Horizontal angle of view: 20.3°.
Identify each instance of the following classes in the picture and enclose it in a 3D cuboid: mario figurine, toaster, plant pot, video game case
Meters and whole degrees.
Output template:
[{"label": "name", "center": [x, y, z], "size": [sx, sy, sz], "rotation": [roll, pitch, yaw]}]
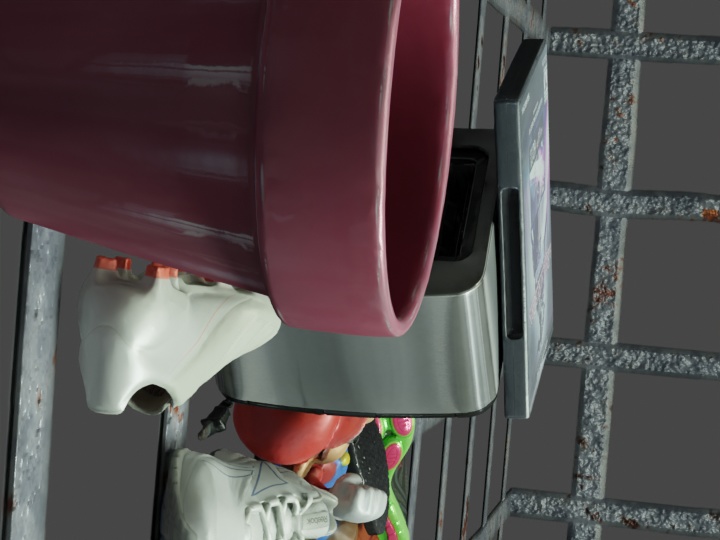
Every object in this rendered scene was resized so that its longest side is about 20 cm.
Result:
[{"label": "mario figurine", "center": [-0.018, 0.117, 1.345], "size": [0.106, 0.123, 0.200], "rotation": [-52, 163, -23]}, {"label": "toaster", "center": [0.000, 0.000, 1.238], "size": [0.200, 0.180, 0.119], "rotation": [-76, 164, -44]}, {"label": "plant pot", "center": [-0.059, -0.078, 0.861], "size": [0.200, 0.178, 0.201], "rotation": [4, 90, -80]}, {"label": "video game case", "center": [0.102, -0.029, 1.243], "size": [0.143, 0.019, 0.201], "rotation": [-61, 149, -66]}]

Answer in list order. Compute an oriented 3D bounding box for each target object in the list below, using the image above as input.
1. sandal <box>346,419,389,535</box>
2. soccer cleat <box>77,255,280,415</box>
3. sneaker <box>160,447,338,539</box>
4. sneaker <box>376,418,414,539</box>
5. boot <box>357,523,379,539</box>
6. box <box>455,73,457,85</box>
[{"label": "sandal", "center": [-0.025, 0.107, 1.487], "size": [0.075, 0.045, 0.200], "rotation": [-71, 142, -63]}, {"label": "soccer cleat", "center": [-0.097, 0.035, 1.041], "size": [0.200, 0.069, 0.078], "rotation": [6, 94, -73]}, {"label": "sneaker", "center": [-0.066, 0.142, 1.192], "size": [0.200, 0.087, 0.075], "rotation": [-16, 112, -78]}, {"label": "sneaker", "center": [0.005, 0.155, 1.677], "size": [0.084, 0.077, 0.200], "rotation": [-102, -168, -59]}, {"label": "boot", "center": [-0.029, 0.208, 1.512], "size": [0.200, 0.075, 0.108], "rotation": [12, 69, -79]}, {"label": "box", "center": [-0.022, -0.149, 1.159], "size": [0.200, 0.132, 0.115], "rotation": [82, 19, -47]}]
